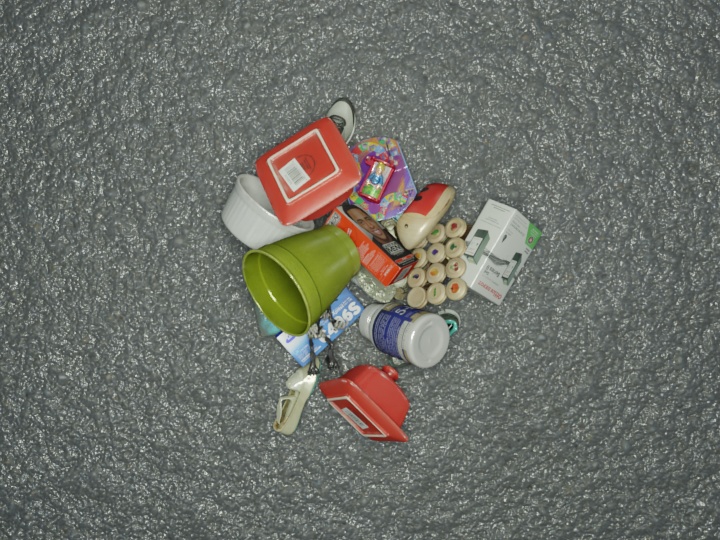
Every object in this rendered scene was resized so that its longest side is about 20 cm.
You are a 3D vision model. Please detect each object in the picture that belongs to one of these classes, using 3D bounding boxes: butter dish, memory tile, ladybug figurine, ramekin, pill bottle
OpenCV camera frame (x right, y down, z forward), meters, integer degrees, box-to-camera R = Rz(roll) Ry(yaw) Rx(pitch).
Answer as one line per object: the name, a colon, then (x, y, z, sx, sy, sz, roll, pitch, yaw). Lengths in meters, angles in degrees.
butter dish: (0.033, 0.283, 1.341, 0.200, 0.199, 0.148, 45, 62, -7)
butter dish: (-0.097, -0.191, 1.264, 0.199, 0.148, 0.200, -30, 63, 5)
memory tile: (0.172, -0.017, 1.326, 0.153, 0.017, 0.200, -15, 62, 36)
ladybug figurine: (0.143, -0.131, 1.309, 0.072, 0.136, 0.200, 39, 53, 0)
ramekin: (-0.211, -0.117, 1.304, 0.200, 0.200, 0.098, 37, 108, -2)
pill bottle: (0.090, 0.136, 1.309, 0.120, 0.200, 0.120, -8, 103, -36)

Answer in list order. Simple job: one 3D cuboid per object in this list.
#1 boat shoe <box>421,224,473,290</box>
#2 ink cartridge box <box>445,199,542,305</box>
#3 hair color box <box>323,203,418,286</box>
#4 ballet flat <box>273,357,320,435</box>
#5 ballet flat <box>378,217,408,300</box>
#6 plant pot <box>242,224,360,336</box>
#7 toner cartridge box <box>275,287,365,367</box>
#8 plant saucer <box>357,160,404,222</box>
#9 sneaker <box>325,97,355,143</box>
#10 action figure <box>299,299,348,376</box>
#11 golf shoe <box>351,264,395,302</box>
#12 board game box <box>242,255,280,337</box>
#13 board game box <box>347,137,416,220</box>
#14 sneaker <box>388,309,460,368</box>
boat shoe: (0.208, -0.026, 1.370, 0.075, 0.075, 0.202, 41, 92, -2)
ink cartridge box: (0.305, -0.038, 1.332, 0.146, 0.084, 0.200, 27, 94, -45)
hair color box: (0.023, -0.060, 1.294, 0.200, 0.101, 0.061, 43, 118, 14)
ballet flat: (-0.155, 0.295, 1.382, 0.069, 0.069, 0.200, 20, 92, -1)
ballet flat: (0.075, -0.026, 1.368, 0.068, 0.075, 0.200, -9, 93, -7)
plant pot: (-0.108, 0.002, 1.221, 0.193, 0.200, 0.201, -36, 93, -35)
toner cartridge box: (-0.093, 0.123, 1.368, 0.200, 0.043, 0.095, -42, 98, -10)
plant saucer: (0.070, -0.176, 1.391, 0.200, 0.019, 0.070, 42, 92, -1)
sneaker: (-0.064, -0.305, 1.353, 0.074, 0.079, 0.200, 21, 91, 0)
action figure: (-0.087, 0.126, 1.295, 0.119, 0.102, 0.200, -9, 92, -28)
golf shoe: (0.000, 0.000, 1.361, 0.200, 0.097, 0.078, 45, 73, 5)
board game box: (-0.193, 0.048, 1.394, 0.135, 0.028, 0.200, -13, 93, 0)
board game box: (0.033, -0.216, 1.347, 0.158, 0.039, 0.200, -20, 79, 7)
sneaker: (0.150, 0.161, 1.371, 0.200, 0.091, 0.078, -38, 92, 1)
